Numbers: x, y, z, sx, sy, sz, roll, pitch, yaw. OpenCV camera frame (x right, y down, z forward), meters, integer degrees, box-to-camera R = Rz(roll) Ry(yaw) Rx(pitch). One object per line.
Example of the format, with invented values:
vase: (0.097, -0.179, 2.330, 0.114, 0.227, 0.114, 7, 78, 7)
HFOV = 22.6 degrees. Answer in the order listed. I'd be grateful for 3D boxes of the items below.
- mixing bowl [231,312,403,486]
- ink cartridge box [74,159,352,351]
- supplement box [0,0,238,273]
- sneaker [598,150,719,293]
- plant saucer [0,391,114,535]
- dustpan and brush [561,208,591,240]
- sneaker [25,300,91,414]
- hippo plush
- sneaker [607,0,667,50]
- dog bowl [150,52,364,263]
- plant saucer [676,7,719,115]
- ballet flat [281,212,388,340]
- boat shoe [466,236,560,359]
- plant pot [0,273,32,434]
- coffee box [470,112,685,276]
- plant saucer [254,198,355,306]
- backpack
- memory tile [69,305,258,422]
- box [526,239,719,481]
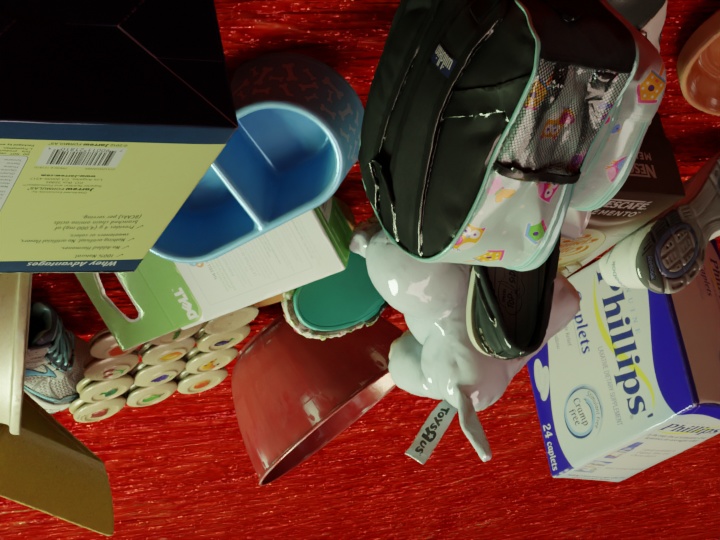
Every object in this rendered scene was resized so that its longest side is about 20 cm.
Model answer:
mixing bowl: (-0.045, 0.094, 1.662, 0.199, 0.109, 0.200, -37, 172, -6)
ink cartridge box: (-0.117, -0.024, 1.383, 0.198, 0.060, 0.104, -20, 117, 17)
supplement box: (-0.209, -0.100, 1.115, 0.198, 0.136, 0.200, 0, 155, -28)
sneaker: (0.277, -0.049, 1.533, 0.199, 0.075, 0.087, -33, -166, -31)
plant saucer: (-0.293, 0.117, 1.420, 0.049, 0.199, 0.200, -53, 148, -1)
dustpan and brush: (0.112, -0.114, 1.335, 0.138, 0.058, 0.201, 21, 156, 17)
sneaker: (-0.283, 0.068, 1.559, 0.086, 0.078, 0.199, -28, 153, 27)
hippo plush: (0.053, 0.021, 1.387, 0.158, 0.200, 0.161, -8, 125, 48)
sneaker: (0.187, -0.142, 1.293, 0.073, 0.089, 0.200, -10, 156, -2)
dog bowl: (-0.089, -0.074, 1.277, 0.199, 0.050, 0.112, -26, 118, 24)
plant saucer: (0.334, -0.178, 1.357, 0.198, 0.033, 0.201, -11, 158, -4)
ballet flat: (0.000, 0.000, 1.455, 0.199, 0.076, 0.064, -33, -168, -37)
boat shoe: (0.109, -0.034, 1.265, 0.074, 0.202, 0.066, 4, -174, -15)
plant pot: (-0.325, 0.010, 1.278, 0.181, 0.203, 0.201, 4, 155, -10)
coffee box: (0.155, -0.055, 1.490, 0.113, 0.081, 0.200, 2, 154, -35)
plant saucer: (-0.099, -0.010, 1.507, 0.198, 0.033, 0.201, -12, 158, -5)
backpack: (0.088, -0.102, 1.155, 0.152, 0.176, 0.201, 8, 121, -35)
memory tile: (-0.172, 0.079, 1.569, 0.152, 0.017, 0.200, -14, 159, -21)
box: (0.265, 0.085, 1.749, 0.104, 0.186, 0.199, 9, 149, -39)
